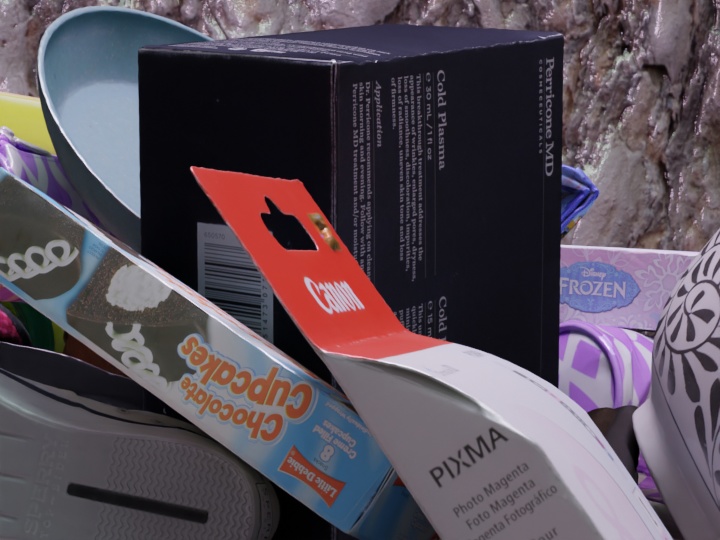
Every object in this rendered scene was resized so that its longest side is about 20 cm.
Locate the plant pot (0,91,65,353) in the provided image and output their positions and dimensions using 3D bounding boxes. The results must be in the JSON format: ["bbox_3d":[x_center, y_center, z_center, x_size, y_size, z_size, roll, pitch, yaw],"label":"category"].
[{"bbox_3d":[-0.262,-0.017,1.174,0.198,0.183,0.199,7,3,-42],"label":"plant pot"}]

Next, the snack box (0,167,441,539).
[{"bbox_3d":[-0.046,0.040,0.769,0.199,0.037,0.116,33,-2,28],"label":"snack box"}]

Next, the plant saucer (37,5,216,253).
[{"bbox_3d":[-0.078,-0.048,1.041,0.199,0.036,0.201,29,30,-19],"label":"plant saucer"}]

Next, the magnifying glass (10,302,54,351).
[{"bbox_3d":[-0.238,0.031,1.058,0.199,0.080,0.022,9,-7,-44],"label":"magnifying glass"}]

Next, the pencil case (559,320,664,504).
[{"bbox_3d":[0.163,0.083,1.062,0.199,0.084,0.086,14,31,-37],"label":"pencil case"}]

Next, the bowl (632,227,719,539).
[{"bbox_3d":[0.170,0.073,0.848,0.094,0.202,0.201,-31,-9,13],"label":"bowl"}]

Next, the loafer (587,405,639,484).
[{"bbox_3d":[0.076,0.089,0.871,0.071,0.074,0.200,9,2,6],"label":"loafer"}]

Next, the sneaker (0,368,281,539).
[{"bbox_3d":[-0.124,0.075,0.779,0.198,0.074,0.071,17,-6,12],"label":"sneaker"}]

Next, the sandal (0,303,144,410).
[{"bbox_3d":[-0.171,0.028,0.904,0.198,0.046,0.075,15,-15,-20],"label":"sandal"}]

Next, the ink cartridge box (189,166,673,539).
[{"bbox_3d":[0.036,0.040,0.695,0.057,0.201,0.162,-31,-5,9],"label":"ink cartridge box"}]

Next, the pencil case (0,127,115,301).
[{"bbox_3d":[-0.140,-0.024,1.083,0.083,0.086,0.199,14,3,35],"label":"pencil case"}]

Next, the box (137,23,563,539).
[{"bbox_3d":[0.000,0.000,0.917,0.103,0.202,0.181,7,12,35],"label":"box"}]

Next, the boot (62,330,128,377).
[{"bbox_3d":[-0.116,0.040,1.034,0.073,0.076,0.200,-23,6,-27],"label":"boot"}]

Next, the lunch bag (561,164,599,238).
[{"bbox_3d":[0.042,0.002,1.157,0.199,0.094,0.151,-34,-7,-8],"label":"lunch bag"}]

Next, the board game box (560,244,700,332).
[{"bbox_3d":[0.216,0.015,1.099,0.198,0.044,0.198,4,0,31],"label":"board game box"}]
